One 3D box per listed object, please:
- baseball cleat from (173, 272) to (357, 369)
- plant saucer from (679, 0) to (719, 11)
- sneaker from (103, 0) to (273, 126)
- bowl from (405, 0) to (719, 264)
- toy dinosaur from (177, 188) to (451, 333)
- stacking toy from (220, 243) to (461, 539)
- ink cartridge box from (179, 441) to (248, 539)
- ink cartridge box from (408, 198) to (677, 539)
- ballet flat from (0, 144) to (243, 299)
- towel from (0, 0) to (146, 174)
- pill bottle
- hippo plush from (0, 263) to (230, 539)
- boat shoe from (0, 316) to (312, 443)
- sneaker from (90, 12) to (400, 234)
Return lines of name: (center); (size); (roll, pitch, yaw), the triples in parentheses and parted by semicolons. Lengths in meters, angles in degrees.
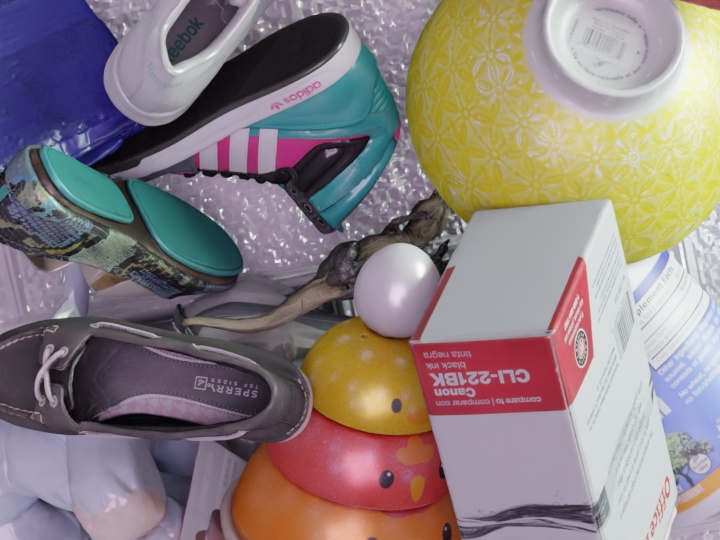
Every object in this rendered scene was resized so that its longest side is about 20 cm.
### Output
baseball cleat: (-0.014, 0.040, 1.719); (0.200, 0.106, 0.070); (11, 115, -31)
plant saucer: (0.150, -0.250, 1.608); (0.200, 0.037, 0.200); (14, 60, -1)
sneaker: (-0.070, -0.173, 1.633); (0.075, 0.088, 0.200); (31, 69, -12)
bowl: (0.130, -0.112, 1.618); (0.200, 0.108, 0.200); (3, 69, -7)
toy dinosaur: (0.000, 0.000, 1.656); (0.200, 0.088, 0.048); (-25, 101, -34)
stacking toy: (0.004, 0.076, 1.607); (0.146, 0.146, 0.200); (9, 118, 0)
ink cartridge box: (-0.043, 0.212, 1.680); (0.200, 0.160, 0.047); (39, 125, -24)
ink cartridge box: (0.104, 0.084, 1.572); (0.084, 0.144, 0.200); (-5, 119, 22)
ballet flat: (-0.145, -0.019, 1.631); (0.074, 0.200, 0.074); (-12, 67, 30)
towel: (-0.223, -0.132, 1.651); (0.148, 0.050, 0.200); (-28, 79, -29)
pill bottle: (0.154, 0.044, 1.692); (0.112, 0.112, 0.200); (-43, 97, 9)
hippo plush: (-0.184, 0.124, 1.694); (0.161, 0.159, 0.200); (-25, 119, 18)
boat shoe: (-0.125, 0.059, 1.575); (0.200, 0.057, 0.067); (5, 84, 15)
sneaker: (-0.056, -0.068, 1.694); (0.200, 0.084, 0.121); (-20, 127, 31)
